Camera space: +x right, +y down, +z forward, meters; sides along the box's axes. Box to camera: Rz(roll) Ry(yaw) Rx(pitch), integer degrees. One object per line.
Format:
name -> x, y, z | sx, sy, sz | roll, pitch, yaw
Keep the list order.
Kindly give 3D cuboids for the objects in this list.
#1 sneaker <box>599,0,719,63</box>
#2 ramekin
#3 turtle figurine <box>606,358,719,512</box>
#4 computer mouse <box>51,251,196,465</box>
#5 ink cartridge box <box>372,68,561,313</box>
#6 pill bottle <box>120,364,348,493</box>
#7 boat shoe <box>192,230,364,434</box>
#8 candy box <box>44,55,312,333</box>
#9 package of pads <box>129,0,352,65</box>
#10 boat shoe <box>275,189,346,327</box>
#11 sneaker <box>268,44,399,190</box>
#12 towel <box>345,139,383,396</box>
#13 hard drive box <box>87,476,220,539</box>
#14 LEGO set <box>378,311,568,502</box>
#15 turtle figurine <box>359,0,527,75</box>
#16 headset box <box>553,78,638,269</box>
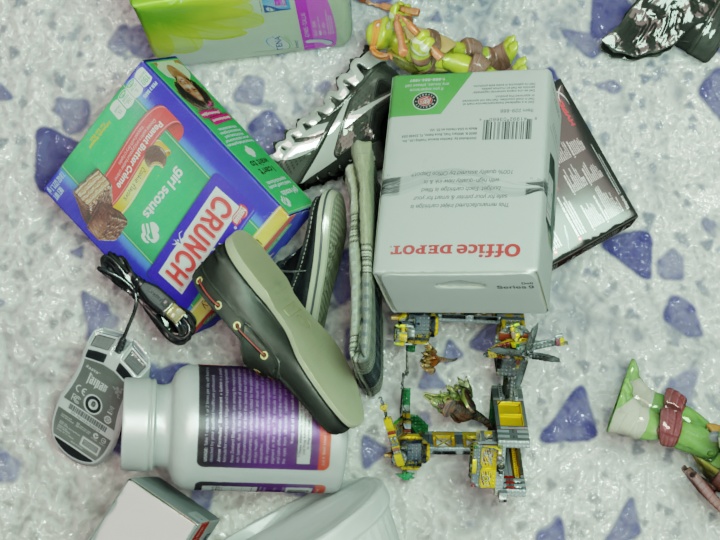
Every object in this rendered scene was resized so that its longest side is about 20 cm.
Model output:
sneaker -> 0.312, -0.277, 1.643 | 0.103, 0.060, 0.201 | 27, 89, 1
ramekin -> -0.049, 0.269, 1.540 | 0.201, 0.202, 0.095 | -26, 96, 0
turtle figurine -> 0.330, 0.121, 1.561 | 0.192, 0.201, 0.145 | 20, 51, 9
computer mouse -> -0.228, 0.089, 1.618 | 0.109, 0.044, 0.201 | 32, 113, 9
ink cartridge box -> 0.095, -0.067, 1.517 | 0.144, 0.084, 0.202 | 0, 63, 15
pill bottle -> -0.115, 0.141, 1.564 | 0.198, 0.111, 0.113 | 3, 84, -8
boat shoe -> -0.070, 0.062, 1.521 | 0.063, 0.074, 0.202 | -40, 80, 20
candy box -> -0.167, -0.067, 1.608 | 0.200, 0.077, 0.169 | 45, 114, 6
package of pads -> -0.108, -0.253, 1.617 | 0.198, 0.155, 0.069 | -7, 75, 0
boat shoe -> -0.057, 0.014, 1.589 | 0.062, 0.075, 0.202 | 19, 122, 7
sneaker -> -0.022, -0.113, 1.639 | 0.090, 0.066, 0.200 | 40, 85, 11
towel -> 0.000, 0.000, 1.557 | 0.034, 0.193, 0.202 | 0, 78, 4
hard drive box -> -0.219, 0.288, 1.562 | 0.076, 0.156, 0.201 | 32, 87, 6
LEGO set -> 0.091, 0.117, 1.550 | 0.152, 0.116, 0.202 | 9, 115, -4
turtle figurine -> 0.070, -0.200, 1.608 | 0.160, 0.200, 0.065 | 14, 106, -14
headset box -> 0.134, -0.061, 1.621 | 0.199, 0.075, 0.150 | -30, 83, -1
